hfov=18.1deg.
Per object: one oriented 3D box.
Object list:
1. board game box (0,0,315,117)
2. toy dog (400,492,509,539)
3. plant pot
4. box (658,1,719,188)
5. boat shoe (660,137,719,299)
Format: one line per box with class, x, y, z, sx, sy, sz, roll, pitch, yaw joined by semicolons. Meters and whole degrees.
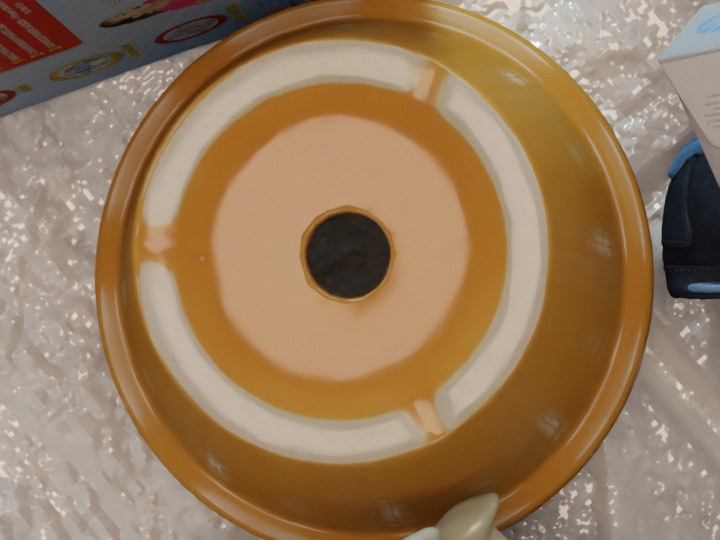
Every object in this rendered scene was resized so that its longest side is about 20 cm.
board game box;-0.083;-0.114;0.749;0.194;0.200;0.056;-19;85;3
toy dog;0.034;0.163;0.696;0.198;0.140;0.195;9;110;15
plant pot;0.000;0.000;0.744;0.198;0.183;0.202;0;87;5
box;0.200;-0.001;0.696;0.155;0.041;0.201;-9;117;42
boat shoe;0.204;0.002;0.790;0.199;0.084;0.069;13;96;22
